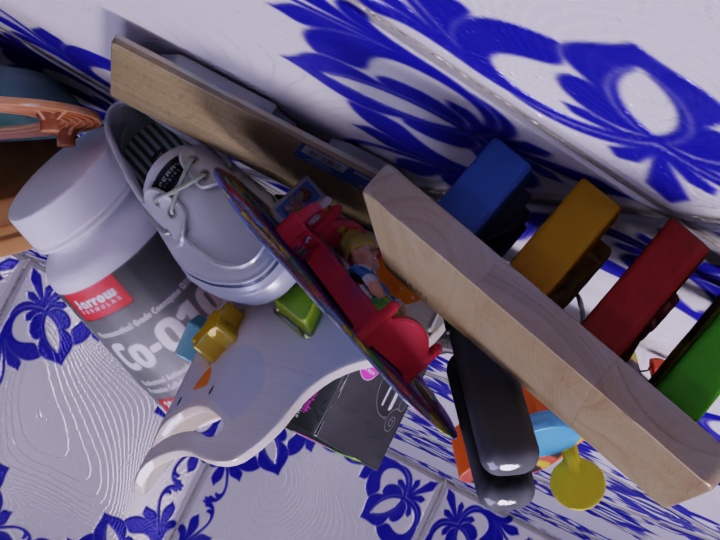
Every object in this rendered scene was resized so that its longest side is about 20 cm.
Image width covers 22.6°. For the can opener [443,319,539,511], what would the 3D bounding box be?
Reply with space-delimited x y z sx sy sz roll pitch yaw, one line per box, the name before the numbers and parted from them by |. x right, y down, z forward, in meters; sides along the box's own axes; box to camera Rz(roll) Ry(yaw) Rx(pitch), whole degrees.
can opener | 0.078 0.049 1.016 0.066 0.200 0.053 -2 128 -2

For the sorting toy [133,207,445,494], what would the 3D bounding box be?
sorting toy | -0.067 0.064 1.127 0.107 0.180 0.200 46 144 -16

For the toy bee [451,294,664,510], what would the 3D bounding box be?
toy bee | 0.142 0.088 1.157 0.108 0.132 0.200 3 169 -21

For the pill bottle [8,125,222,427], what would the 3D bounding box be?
pill bottle | -0.148 0.005 1.271 0.200 0.114 0.114 50 163 -23

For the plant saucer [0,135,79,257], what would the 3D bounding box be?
plant saucer | -0.300 -0.081 1.353 0.199 0.200 0.038 24 130 19

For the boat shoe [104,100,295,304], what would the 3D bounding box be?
boat shoe | -0.109 -0.045 1.130 0.200 0.074 0.067 37 174 47

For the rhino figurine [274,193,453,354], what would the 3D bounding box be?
rhino figurine | 0.000 0.000 1.215 0.200 0.060 0.087 33 166 -28

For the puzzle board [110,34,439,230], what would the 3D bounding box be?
puzzle board | -0.053 -0.076 1.046 0.199 0.017 0.151 27 171 -5

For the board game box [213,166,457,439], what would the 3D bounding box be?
board game box | 0.000 0.005 0.995 0.200 0.039 0.158 48 -176 0

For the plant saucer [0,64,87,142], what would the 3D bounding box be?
plant saucer | -0.284 -0.116 1.243 0.199 0.036 0.200 -1 178 0

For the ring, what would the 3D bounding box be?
ring | -0.268 -0.092 1.169 0.199 0.019 0.200 -2 178 0

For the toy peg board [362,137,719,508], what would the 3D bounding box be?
toy peg board | 0.112 0.010 0.875 0.199 0.098 0.200 41 175 9

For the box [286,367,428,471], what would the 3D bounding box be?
box | -0.062 0.094 1.803 0.199 0.125 0.148 23 172 32
